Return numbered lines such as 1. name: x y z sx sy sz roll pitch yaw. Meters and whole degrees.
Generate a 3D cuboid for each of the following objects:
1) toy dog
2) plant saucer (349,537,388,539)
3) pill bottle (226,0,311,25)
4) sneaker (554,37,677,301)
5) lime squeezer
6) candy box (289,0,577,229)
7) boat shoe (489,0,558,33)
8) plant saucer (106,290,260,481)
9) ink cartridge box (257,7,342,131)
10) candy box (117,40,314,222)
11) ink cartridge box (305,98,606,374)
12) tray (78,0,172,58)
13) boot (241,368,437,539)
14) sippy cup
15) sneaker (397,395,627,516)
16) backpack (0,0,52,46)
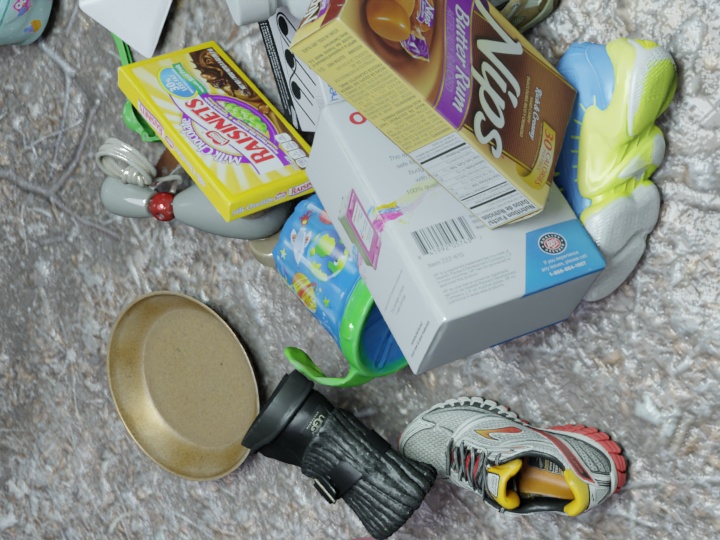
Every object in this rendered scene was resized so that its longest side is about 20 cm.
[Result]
1. toy dog: -0.136 -0.081 1.043 0.199 0.097 0.132 22 150 5
2. plant saucer: 0.019 0.360 1.094 0.200 0.051 0.202 10 109 30
3. pill bottle: -0.007 -0.247 0.835 0.199 0.112 0.113 -19 94 -8
4. sneaker: 0.175 -0.083 0.870 0.105 0.075 0.201 29 116 42
5. lime squeezer: -0.186 -0.151 1.103 0.200 0.038 0.071 41 90 18
6. candy box: 0.057 -0.135 0.773 0.200 0.117 0.056 39 143 -27
7. boat shoe: 0.061 -0.183 0.901 0.200 0.076 0.072 -36 85 35
8. plant saucer: -0.174 0.114 1.159 0.199 0.035 0.202 9 108 30
9. ink cartridge box: -0.052 -0.217 0.943 0.094 0.044 0.201 15 124 62
10. candy box: -0.122 -0.126 0.990 0.200 0.102 0.026 49 148 31
11. ink cartridge box: 0.066 -0.043 0.858 0.201 0.144 0.085 62 155 24
12. tray: -0.197 -0.312 1.066 0.107 0.022 0.201 36 119 19
13. boot: -0.023 0.167 1.018 0.157 0.211 0.080 35 80 -2
14. sippy cup: 0.000 0.000 0.967 0.130 0.178 0.140 36 156 32
15. sneaker: 0.117 0.158 0.956 0.199 0.082 0.078 3 106 34
16. backpack: -0.384 -0.317 1.110 0.175 0.153 0.201 30 124 17
